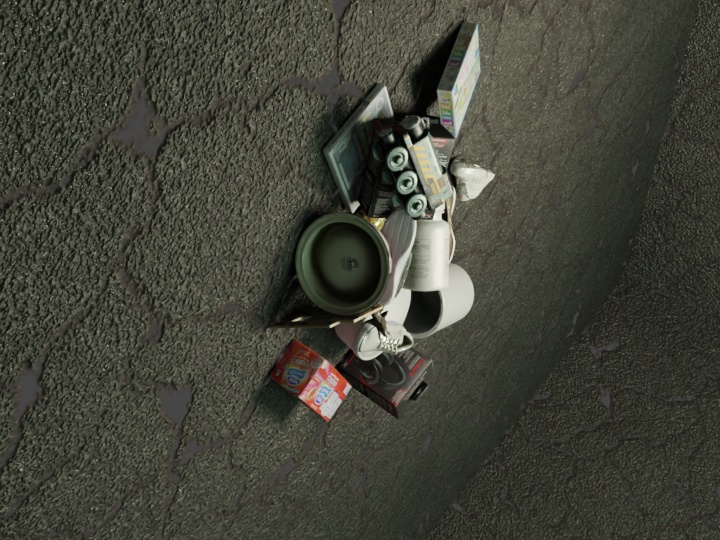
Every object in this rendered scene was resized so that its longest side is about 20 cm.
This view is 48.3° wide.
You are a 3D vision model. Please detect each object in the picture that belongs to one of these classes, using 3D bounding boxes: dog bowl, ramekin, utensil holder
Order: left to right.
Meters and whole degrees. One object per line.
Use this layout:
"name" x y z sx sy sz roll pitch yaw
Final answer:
"dog bowl" -0.025 -0.017 1.570 0.203 0.198 0.074 -69 165 17
"ramekin" 0.022 0.096 1.851 0.202 0.093 0.204 -41 147 -34
"utensil holder" 0.177 0.067 2.012 0.199 0.169 0.172 -13 127 -57

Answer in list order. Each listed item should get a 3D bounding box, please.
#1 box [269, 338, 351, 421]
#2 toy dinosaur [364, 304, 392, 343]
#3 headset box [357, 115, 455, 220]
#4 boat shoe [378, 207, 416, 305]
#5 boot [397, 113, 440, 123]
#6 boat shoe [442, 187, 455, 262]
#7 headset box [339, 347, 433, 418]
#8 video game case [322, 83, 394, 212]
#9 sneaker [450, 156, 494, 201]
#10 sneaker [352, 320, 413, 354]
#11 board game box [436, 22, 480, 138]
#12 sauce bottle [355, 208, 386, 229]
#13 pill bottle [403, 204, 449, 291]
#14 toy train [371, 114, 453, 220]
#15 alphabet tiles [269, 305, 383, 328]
"box" -0.107 0.244 1.769 0.100 0.095 0.200 -55 152 -11
"toy dinosaur" 0.040 0.042 1.716 0.103 0.076 0.203 74 25 -59
"headset box" 0.091 -0.206 1.585 0.146 0.077 0.203 0 121 -21
"boat shoe" 0.067 -0.031 1.613 0.071 0.071 0.203 -23 133 -68
"boot" 0.120 -0.243 1.689 0.198 0.072 0.165 -22 124 -65
"boat shoe" 0.180 -0.099 1.848 0.059 0.071 0.204 -22 120 -60
"headset box" 0.071 0.248 1.948 0.149 0.199 0.078 -47 150 -21
"video game case" 0.010 -0.238 1.591 0.183 0.023 0.201 -52 152 -17
"sneaker" 0.270 -0.219 1.999 0.199 0.077 0.100 6 114 -60
"sneaker" 0.056 0.151 1.782 0.199 0.070 0.074 -8 123 -57
"board game box" 0.210 -0.403 1.698 0.135 0.034 0.202 74 33 -55
"sauce bottle" 0.012 -0.095 1.685 0.200 0.065 0.067 -45 149 -31
"pill bottle" 0.138 -0.063 1.759 0.114 0.113 0.204 -12 105 -55
"toy train" 0.100 -0.192 1.501 0.113 0.085 0.202 -34 124 -11
"alphabet tiles" -0.059 0.089 1.617 0.166 0.198 0.008 -22 104 -50
